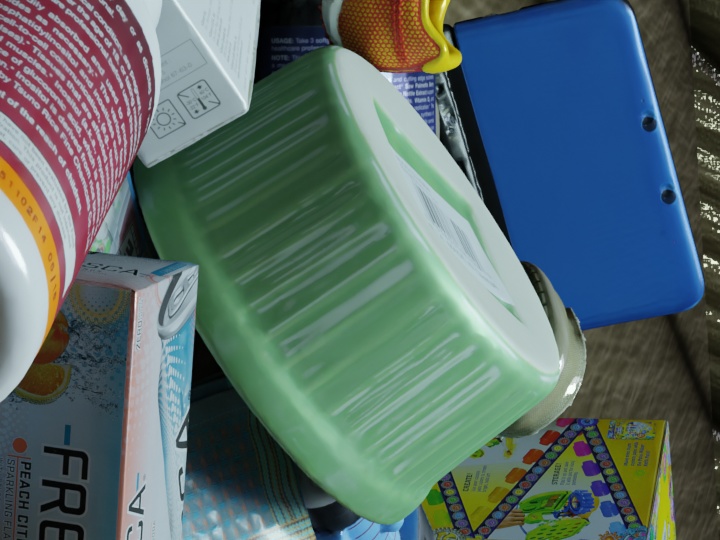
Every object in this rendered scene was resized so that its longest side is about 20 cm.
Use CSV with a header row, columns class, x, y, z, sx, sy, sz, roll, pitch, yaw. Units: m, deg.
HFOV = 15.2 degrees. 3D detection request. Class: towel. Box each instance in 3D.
class,x,y,z,sx,sy,sz,roll,pitch,yaw
towel,-0.059,0.147,1.124,0.147,0.022,0.200,-19,91,-50

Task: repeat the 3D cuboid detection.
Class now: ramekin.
class,x,y,z,sx,sy,sz,roll,pitch,yaw
ramekin,0.000,0.000,1.161,0.200,0.098,0.200,53,13,-17

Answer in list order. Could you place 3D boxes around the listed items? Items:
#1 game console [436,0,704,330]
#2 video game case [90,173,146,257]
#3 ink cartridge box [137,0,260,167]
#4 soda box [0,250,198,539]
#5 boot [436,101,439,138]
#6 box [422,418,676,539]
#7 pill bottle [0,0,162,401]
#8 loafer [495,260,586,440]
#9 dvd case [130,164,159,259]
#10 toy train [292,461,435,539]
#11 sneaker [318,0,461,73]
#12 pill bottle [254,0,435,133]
class,x,y,z,sx,sy,sz,roll,pitch,yaw
game console,0.099,-0.067,1.602,0.171,0.118,0.200,-145,-143,-68
video game case,-0.133,0.001,1.012,0.200,0.018,0.143,-66,155,-45
ink cartridge box,-0.110,-0.146,0.988,0.200,0.050,0.109,54,16,-23
soda box,-0.105,0.095,0.994,0.068,0.064,0.200,-29,125,-71
boot,0.007,0.004,1.522,0.151,0.073,0.200,-67,161,-49
box,0.090,0.202,1.621,0.122,0.193,0.200,-70,156,-54
pill bottle,-0.129,-0.048,0.865,0.200,0.113,0.113,-70,156,-53
loafer,0.074,0.037,1.300,0.068,0.076,0.200,41,4,-17
dvd case,-0.110,-0.077,1.145,0.200,0.018,0.143,72,22,-51
toy train,-0.031,0.121,1.276,0.200,0.114,0.087,68,25,-58
sneaker,0.041,-0.184,1.213,0.073,0.077,0.200,11,91,-74
pill bottle,-0.018,-0.089,1.327,0.112,0.112,0.200,-25,116,-75
